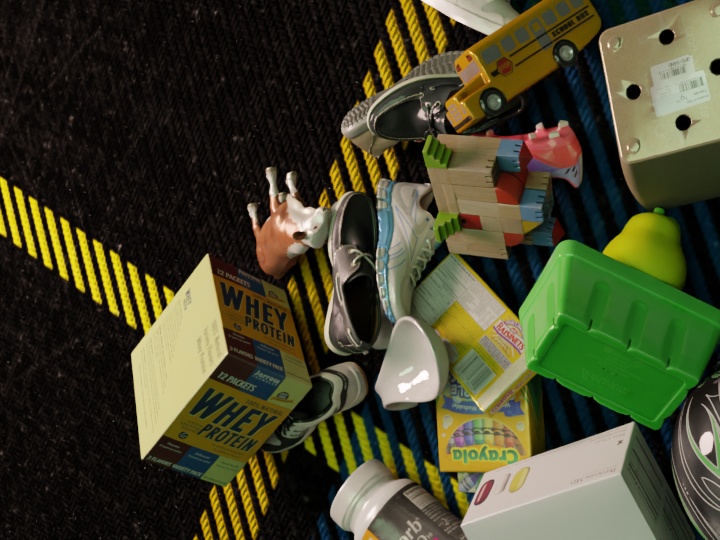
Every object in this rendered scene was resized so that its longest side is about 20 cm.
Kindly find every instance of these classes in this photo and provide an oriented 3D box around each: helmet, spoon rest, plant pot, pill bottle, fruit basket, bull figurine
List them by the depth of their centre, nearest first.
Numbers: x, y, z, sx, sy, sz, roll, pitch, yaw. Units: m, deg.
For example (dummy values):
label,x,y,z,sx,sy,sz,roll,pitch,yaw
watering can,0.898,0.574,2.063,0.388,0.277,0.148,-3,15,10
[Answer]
label,x,y,z,sx,sy,sz,roll,pitch,yaw
helmet,0.398,0.194,1.019,0.196,0.191,0.203,7,115,15
plant pot,0.344,-0.184,1.071,0.197,0.176,0.204,-13,83,31
fruit basket,0.287,0.037,1.133,0.216,0.214,0.157,47,138,22
spoon rest,0.058,0.124,1.250,0.100,0.060,0.201,62,160,20
pill bottle,0.064,0.330,1.282,0.199,0.116,0.118,36,108,26
bull figurine,-0.097,-0.060,1.370,0.200,0.064,0.123,-43,57,59

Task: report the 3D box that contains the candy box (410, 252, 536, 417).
label,x,y,z,sx,sy,sz,roll,pitch,yaw
candy box,0.130,0.070,1.234,0.102,0.026,0.200,-42,47,3

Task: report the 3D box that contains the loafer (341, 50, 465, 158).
label,x,y,z,sx,sy,sz,roll,pitch,yaw
loafer,0.072,-0.206,1.312,0.198,0.076,0.070,-25,121,22

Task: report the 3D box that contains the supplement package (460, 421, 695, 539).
label,x,y,z,sx,sy,sz,roll,pitch,yaw
supplement package,0.239,0.286,1.147,0.198,0.111,0.157,-26,100,28

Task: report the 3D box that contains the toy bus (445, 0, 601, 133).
label,x,y,z,sx,sy,sz,roll,pitch,yaw
toy bus,0.177,-0.237,1.173,0.199,0.065,0.079,-34,93,-15

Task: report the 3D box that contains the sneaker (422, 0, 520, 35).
label,x,y,z,sx,sy,sz,roll,pitch,yaw
sneaker,0.143,-0.355,1.256,0.199,0.073,0.117,37,112,28

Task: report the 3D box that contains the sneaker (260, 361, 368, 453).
label,x,y,z,sx,sy,sz,roll,pitch,yaw
sneaker,-0.085,0.182,1.391,0.199,0.087,0.076,-38,73,28

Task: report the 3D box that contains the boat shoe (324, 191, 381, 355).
label,x,y,z,sx,sy,sz,roll,pitch,yaw
boat shoe,0.000,0.000,1.276,0.067,0.071,0.204,160,116,-63

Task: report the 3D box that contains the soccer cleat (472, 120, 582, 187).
label,x,y,z,sx,sy,sz,roll,pitch,yaw
soccer cleat,0.171,-0.129,1.248,0.197,0.067,0.078,-2,117,38

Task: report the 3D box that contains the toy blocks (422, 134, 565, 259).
label,x,y,z,sx,sy,sz,roll,pitch,yaw
toy blocks,0.159,-0.080,1.193,0.134,0.201,0.101,7,55,22

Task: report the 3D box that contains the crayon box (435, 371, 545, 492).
label,x,y,z,sx,sy,sz,roll,pitch,yaw
crayon box,0.156,0.172,1.262,0.124,0.051,0.204,-5,88,32

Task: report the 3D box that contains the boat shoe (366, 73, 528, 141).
label,x,y,z,sx,sy,sz,roll,pitch,yaw
boat shoe,0.105,-0.187,1.236,0.196,0.067,0.075,-9,125,0

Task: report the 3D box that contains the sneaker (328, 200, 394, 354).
label,x,y,z,sx,sy,sz,roll,pitch,yaw
sneaker,0.011,0.003,1.350,0.079,0.076,0.203,-18,81,13

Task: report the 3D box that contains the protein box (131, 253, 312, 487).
label,x,y,z,sx,sy,sz,roll,pitch,yaw
protein box,-0.189,0.132,1.383,0.201,0.134,0.200,-49,36,22

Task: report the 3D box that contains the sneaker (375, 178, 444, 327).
label,x,y,z,sx,sy,sz,roll,pitch,yaw
sneaker,0.064,-0.026,1.282,0.085,0.075,0.203,-4,65,10
